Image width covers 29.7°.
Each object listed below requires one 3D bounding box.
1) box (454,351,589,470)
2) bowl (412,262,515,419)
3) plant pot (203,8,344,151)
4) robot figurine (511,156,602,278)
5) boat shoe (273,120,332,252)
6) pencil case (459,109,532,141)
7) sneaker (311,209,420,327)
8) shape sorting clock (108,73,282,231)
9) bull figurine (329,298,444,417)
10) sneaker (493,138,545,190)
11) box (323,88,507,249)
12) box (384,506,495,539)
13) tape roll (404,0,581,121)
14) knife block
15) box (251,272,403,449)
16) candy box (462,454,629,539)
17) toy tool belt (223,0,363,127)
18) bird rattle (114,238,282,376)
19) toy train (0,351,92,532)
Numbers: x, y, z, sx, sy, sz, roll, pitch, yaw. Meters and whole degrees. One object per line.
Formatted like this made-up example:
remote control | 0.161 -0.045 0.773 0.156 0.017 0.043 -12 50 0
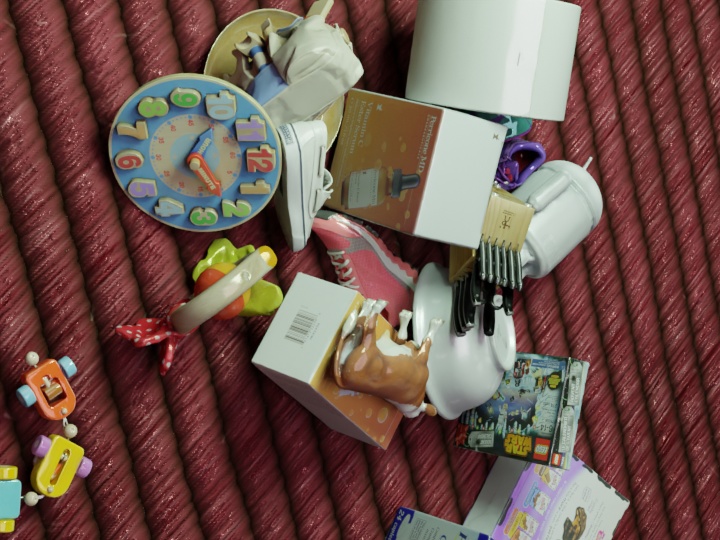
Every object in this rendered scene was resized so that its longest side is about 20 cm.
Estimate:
box | 0.207 0.177 1.773 0.039 0.199 0.139 15 82 -32
bowl | 0.142 0.085 1.737 0.201 0.089 0.204 -8 90 -67
plant pot | -0.109 -0.215 1.659 0.198 0.027 0.203 -1 93 -33
robot figurine | 0.249 -0.070 1.839 0.113 0.170 0.200 42 70 17
boat shoe | -0.065 -0.101 1.609 0.065 0.072 0.202 -16 139 -14
pencil case | 0.160 -0.270 1.801 0.092 0.085 0.203 -28 105 -33
sneaker | 0.000 0.000 1.709 0.200 0.073 0.087 39 74 -27
shape sorting clock | -0.186 -0.128 1.532 0.197 0.039 0.202 -1 124 -1
bull figurine | 0.038 0.104 1.585 0.199 0.064 0.123 20 83 -55
sneaker | 0.166 -0.126 1.809 0.199 0.083 0.081 -35 109 -27
box | 0.063 -0.126 1.654 0.105 0.199 0.155 10 96 -37
box | 0.146 0.403 1.737 0.183 0.199 0.106 34 74 -29
tape roll | 0.160 -0.264 1.656 0.200 0.202 0.141 2 101 -33
knife block | 0.146 -0.014 1.689 0.063 0.200 0.178 16 101 -17
box | -0.021 0.112 1.642 0.200 0.097 0.126 45 67 -49
candy box | 0.259 0.340 1.888 0.200 0.071 0.169 40 70 -27
toy tool belt | -0.098 -0.225 1.584 0.199 0.124 0.125 -34 138 17
bird rattle | -0.177 0.028 1.550 0.199 0.163 0.114 -30 88 -39
toy train | -0.377 0.190 1.477 0.200 0.055 0.151 -41 111 -29
